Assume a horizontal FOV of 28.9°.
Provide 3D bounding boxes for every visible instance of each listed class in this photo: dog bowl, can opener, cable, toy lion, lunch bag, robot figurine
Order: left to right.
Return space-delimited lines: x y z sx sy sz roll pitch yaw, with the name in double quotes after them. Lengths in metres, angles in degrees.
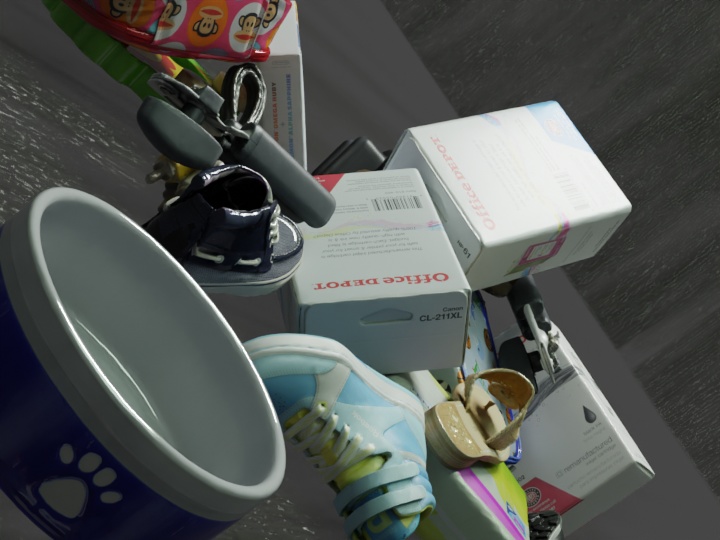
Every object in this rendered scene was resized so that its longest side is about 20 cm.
-0.131 0.058 0.745 0.200 0.079 0.200 49 13 -15 "dog bowl"
-0.197 -0.194 1.258 0.192 0.069 0.200 46 12 3 "toy lion"
-0.174 -0.249 1.178 0.176 0.082 0.199 39 23 31 "lunch bag"
-0.108 -0.094 1.154 0.097 0.050 0.200 55 43 -23 "cable"
-0.101 -0.084 1.101 0.053 0.067 0.200 14 -21 46 "can opener"
0.033 -0.051 1.548 0.200 0.124 0.150 50 23 -15 "robot figurine"
0.094 0.097 1.358 0.160 0.075 0.201 20 54 -63 "lunch bag"
0.160 0.046 1.404 0.200 0.066 0.053 -96 167 -57 "can opener"

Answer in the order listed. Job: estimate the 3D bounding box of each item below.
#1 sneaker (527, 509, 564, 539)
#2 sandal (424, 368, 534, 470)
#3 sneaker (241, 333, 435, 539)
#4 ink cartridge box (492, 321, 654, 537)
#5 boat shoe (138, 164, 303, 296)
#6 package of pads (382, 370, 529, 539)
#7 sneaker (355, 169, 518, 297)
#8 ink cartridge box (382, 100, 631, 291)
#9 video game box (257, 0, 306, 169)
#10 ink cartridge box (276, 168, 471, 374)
0.155 0.284 1.243 0.200 0.075 0.088 -63 135 -76 "sneaker"
0.115 0.117 1.172 0.078 0.069 0.212 57 17 9 "sandal"
-0.014 0.129 0.996 0.199 0.079 0.131 26 38 -40 "sneaker"
0.184 0.165 1.445 0.201 0.146 0.083 59 11 30 "ink cartridge box"
-0.082 -0.032 1.042 0.075 0.093 0.200 54 27 11 "boat shoe"
0.066 0.168 1.191 0.200 0.068 0.155 52 13 -9 "package of pads"
0.083 -0.055 1.420 0.199 0.076 0.070 35 -7 6 "sneaker"
0.137 -0.072 1.347 0.199 0.085 0.145 -13 61 -36 "ink cartridge box"
-0.077 -0.152 1.371 0.200 0.046 0.183 -99 -171 -65 "video game box"
0.000 0.000 1.204 0.200 0.145 0.083 -108 -163 -54 "ink cartridge box"
